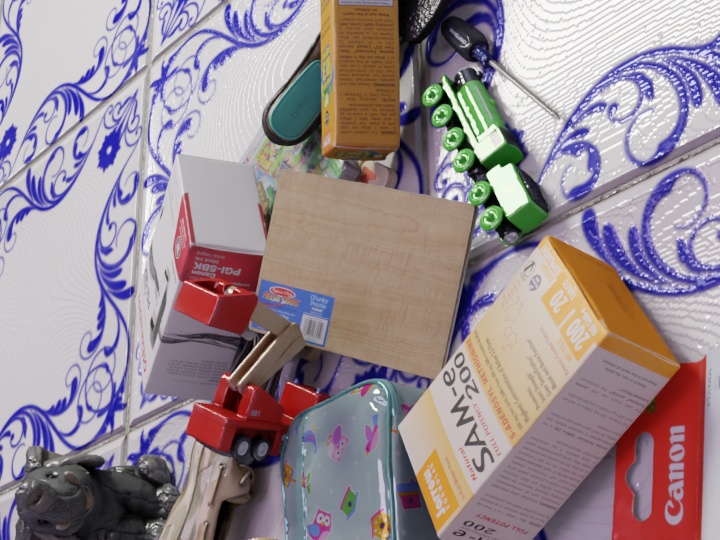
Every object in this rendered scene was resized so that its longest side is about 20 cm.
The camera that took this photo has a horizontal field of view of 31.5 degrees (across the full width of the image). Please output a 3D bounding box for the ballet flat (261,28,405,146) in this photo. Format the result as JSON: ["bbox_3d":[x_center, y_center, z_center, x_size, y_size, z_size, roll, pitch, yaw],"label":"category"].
[{"bbox_3d":[-0.026,-0.205,1.257,0.200,0.068,0.068,-45,8,-3],"label":"ballet flat"}]

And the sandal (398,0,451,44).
[{"bbox_3d":[0.077,-0.295,1.211,0.075,0.045,0.201,-21,48,41],"label":"sandal"}]

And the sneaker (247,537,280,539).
[{"bbox_3d":[-0.129,0.325,1.151,0.200,0.075,0.090,-46,38,30],"label":"sneaker"}]

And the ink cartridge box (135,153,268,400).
[{"bbox_3d":[-0.162,0.009,1.271,0.147,0.083,0.200,-107,31,-48],"label":"ink cartridge box"}]

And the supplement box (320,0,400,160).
[{"bbox_3d":[-0.001,-0.205,1.185,0.067,0.069,0.201,155,113,-78],"label":"supplement box"}]

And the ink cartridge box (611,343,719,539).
[{"bbox_3d":[0.231,0.123,0.814,0.200,0.050,0.163,-12,64,45],"label":"ink cartridge box"}]

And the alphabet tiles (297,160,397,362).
[{"bbox_3d":[-0.032,-0.017,1.237,0.195,0.015,0.201,31,99,53],"label":"alphabet tiles"}]

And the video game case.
[{"bbox_3d":[-0.084,-0.081,1.309,0.182,0.022,0.200,-56,34,20],"label":"video game case"}]

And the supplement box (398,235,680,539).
[{"bbox_3d":[0.122,0.093,0.926,0.200,0.073,0.126,-55,29,21],"label":"supplement box"}]

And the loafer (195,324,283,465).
[{"bbox_3d":[-0.098,0.077,1.190,0.072,0.063,0.201,137,151,-80],"label":"loafer"}]

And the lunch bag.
[{"bbox_3d":[-0.001,0.200,1.045,0.160,0.077,0.201,-26,54,42],"label":"lunch bag"}]

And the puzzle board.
[{"bbox_3d":[0.000,0.000,1.120,0.199,0.017,0.151,13,92,30],"label":"puzzle board"}]

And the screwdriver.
[{"bbox_3d":[0.118,-0.172,1.105,0.029,0.028,0.200,-31,41,1],"label":"screwdriver"}]

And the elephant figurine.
[{"bbox_3d":[-0.294,0.233,1.296,0.155,0.200,0.142,-48,42,26],"label":"elephant figurine"}]

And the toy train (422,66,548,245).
[{"bbox_3d":[0.105,-0.103,1.085,0.056,0.042,0.200,-39,46,21],"label":"toy train"}]

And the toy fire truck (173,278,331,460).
[{"bbox_3d":[-0.086,0.089,1.100,0.049,0.200,0.141,20,93,39],"label":"toy fire truck"}]

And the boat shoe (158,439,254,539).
[{"bbox_3d":[-0.131,0.205,1.225,0.065,0.072,0.201,17,74,17],"label":"boat shoe"}]
